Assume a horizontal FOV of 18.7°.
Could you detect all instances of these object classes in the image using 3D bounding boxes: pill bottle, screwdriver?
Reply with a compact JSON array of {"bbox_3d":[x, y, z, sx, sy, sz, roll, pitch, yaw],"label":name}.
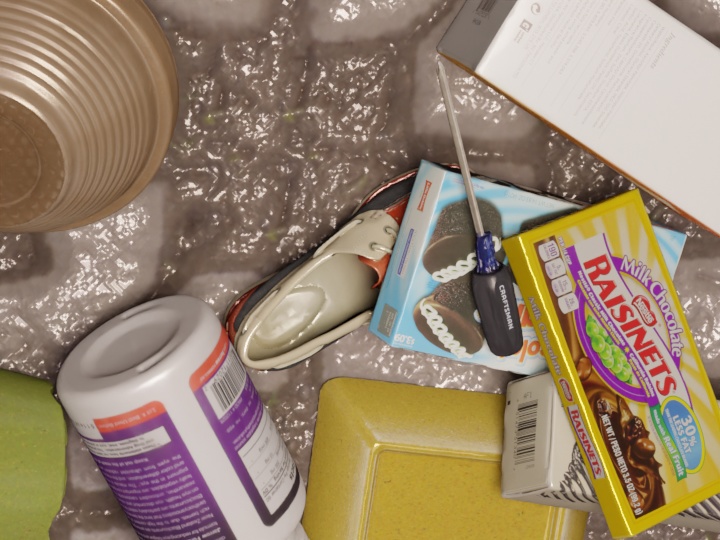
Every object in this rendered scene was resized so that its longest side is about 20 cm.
[{"bbox_3d":[-0.102,0.126,1.392,0.111,0.111,0.201,-27,115,-3],"label":"pill bottle"},{"bbox_3d":[0.074,-0.037,1.345,0.029,0.028,0.201,-8,116,4],"label":"screwdriver"}]

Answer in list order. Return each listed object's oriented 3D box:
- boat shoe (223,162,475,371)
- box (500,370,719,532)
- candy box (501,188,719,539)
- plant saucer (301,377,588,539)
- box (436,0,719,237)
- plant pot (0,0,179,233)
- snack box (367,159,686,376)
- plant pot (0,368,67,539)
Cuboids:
[{"bbox_3d":[0.000,0.000,1.417,0.199,0.063,0.071,-32,102,-4],"label":"boat shoe"},{"bbox_3d":[0.194,0.122,1.439,0.198,0.068,0.083,10,75,-24],"label":"box"},{"bbox_3d":[0.168,0.057,1.385,0.102,0.026,0.201,-21,90,-31],"label":"candy box"},{"bbox_3d":[0.060,0.183,1.470,0.198,0.048,0.202,6,100,-11],"label":"plant saucer"},{"bbox_3d":[0.164,-0.120,1.389,0.199,0.124,0.098,32,95,-13],"label":"box"},{"bbox_3d":[-0.212,-0.091,1.303,0.199,0.093,0.202,3,127,4],"label":"plant pot"},{"bbox_3d":[0.110,0.008,1.420,0.199,0.037,0.117,12,99,-31],"label":"snack box"},{"bbox_3d":[-0.285,0.120,1.340,0.188,0.200,0.202,6,100,-22],"label":"plant pot"}]
